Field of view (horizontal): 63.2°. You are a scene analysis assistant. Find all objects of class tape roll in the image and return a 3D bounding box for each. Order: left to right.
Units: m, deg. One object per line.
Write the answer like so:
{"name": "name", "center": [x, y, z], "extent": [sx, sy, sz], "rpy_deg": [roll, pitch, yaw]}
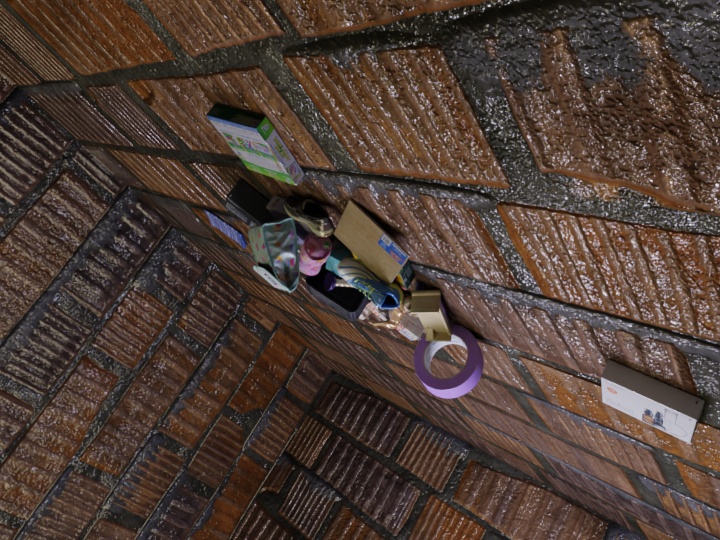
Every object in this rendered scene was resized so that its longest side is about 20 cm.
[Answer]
{"name": "tape roll", "center": [0.254, 0.261, 1.695], "extent": [0.197, 0.203, 0.066], "rpy_deg": [21, 161, 37]}

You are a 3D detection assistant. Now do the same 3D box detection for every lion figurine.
{"name": "lion figurine", "center": [0.108, 0.129, 1.783], "extent": [0.120, 0.074, 0.201], "rpy_deg": [27, 145, -6]}

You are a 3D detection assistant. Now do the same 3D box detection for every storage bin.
{"name": "storage bin", "center": [-0.064, 0.047, 1.857], "extent": [0.197, 0.137, 0.094], "rpy_deg": [31, 164, 11]}

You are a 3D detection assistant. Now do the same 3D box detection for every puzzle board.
{"name": "puzzle board", "center": [0.027, -0.068, 1.460], "extent": [0.199, 0.017, 0.152], "rpy_deg": [43, 146, 7]}

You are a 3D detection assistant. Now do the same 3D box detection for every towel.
{"name": "towel", "center": [-0.569, -0.174, 2.476], "extent": [0.197, 0.024, 0.145], "rpy_deg": [33, 163, 9]}

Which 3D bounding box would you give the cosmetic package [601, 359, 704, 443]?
{"name": "cosmetic package", "center": [0.630, 0.285, 1.276], "extent": [0.197, 0.052, 0.152], "rpy_deg": [24, 158, 35]}

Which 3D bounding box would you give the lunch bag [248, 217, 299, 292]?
{"name": "lunch bag", "center": [-0.244, -0.039, 1.698], "extent": [0.169, 0.119, 0.207], "rpy_deg": [4, 107, 65]}

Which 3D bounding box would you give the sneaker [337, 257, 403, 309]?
{"name": "sneaker", "center": [0.030, 0.037, 1.524], "extent": [0.196, 0.077, 0.105], "rpy_deg": [27, -167, -11]}

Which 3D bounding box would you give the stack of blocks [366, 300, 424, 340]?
{"name": "stack of blocks", "center": [0.118, 0.141, 1.894], "extent": [0.198, 0.059, 0.115], "rpy_deg": [37, 164, -4]}

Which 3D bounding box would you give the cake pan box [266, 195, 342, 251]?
{"name": "cake pan box", "center": [-0.164, -0.127, 1.733], "extent": [0.197, 0.053, 0.185], "rpy_deg": [22, 161, 39]}

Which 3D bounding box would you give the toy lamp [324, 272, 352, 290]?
{"name": "toy lamp", "center": [-0.013, 0.040, 1.745], "extent": [0.195, 0.060, 0.058], "rpy_deg": [8, 179, -32]}

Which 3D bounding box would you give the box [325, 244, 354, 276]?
{"name": "box", "center": [0.000, 0.000, 1.678], "extent": [0.196, 0.082, 0.050], "rpy_deg": [27, 126, 25]}

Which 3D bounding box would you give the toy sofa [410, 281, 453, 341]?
{"name": "toy sofa", "center": [0.204, 0.116, 1.640], "extent": [0.080, 0.100, 0.201], "rpy_deg": [-1, 149, 21]}

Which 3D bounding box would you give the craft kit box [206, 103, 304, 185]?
{"name": "craft kit box", "center": [-0.254, -0.306, 1.428], "extent": [0.197, 0.049, 0.199], "rpy_deg": [24, 158, 36]}

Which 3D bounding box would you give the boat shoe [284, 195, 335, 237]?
{"name": "boat shoe", "center": [-0.137, -0.162, 1.564], "extent": [0.198, 0.072, 0.066], "rpy_deg": [34, 142, 35]}

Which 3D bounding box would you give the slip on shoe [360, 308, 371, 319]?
{"name": "slip on shoe", "center": [-0.035, 0.087, 2.064], "extent": [0.200, 0.076, 0.060], "rpy_deg": [47, 122, -9]}

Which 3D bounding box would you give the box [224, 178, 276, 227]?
{"name": "box", "center": [-0.330, -0.184, 1.859], "extent": [0.198, 0.080, 0.141], "rpy_deg": [38, 167, -9]}

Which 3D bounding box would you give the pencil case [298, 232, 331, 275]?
{"name": "pencil case", "center": [-0.136, -0.046, 1.676], "extent": [0.086, 0.089, 0.200], "rpy_deg": [35, 164, -3]}

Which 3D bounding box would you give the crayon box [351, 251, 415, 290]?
{"name": "crayon box", "center": [0.044, -0.034, 1.570], "extent": [0.197, 0.051, 0.128], "rpy_deg": [27, 163, 29]}
